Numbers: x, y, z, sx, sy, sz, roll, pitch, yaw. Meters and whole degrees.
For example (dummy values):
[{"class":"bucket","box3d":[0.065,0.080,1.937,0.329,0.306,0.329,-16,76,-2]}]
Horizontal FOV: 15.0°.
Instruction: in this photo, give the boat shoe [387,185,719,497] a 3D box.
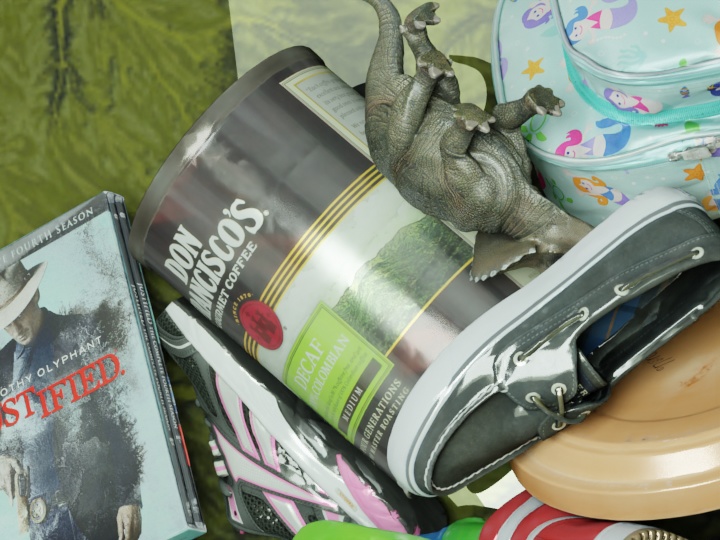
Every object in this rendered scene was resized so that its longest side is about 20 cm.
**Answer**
[{"class":"boat shoe","box3d":[0.097,0.041,1.310,0.200,0.069,0.057,-43,45,1]}]

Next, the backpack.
[{"class":"backpack","box3d":[0.165,-0.113,1.385,0.199,0.151,0.178,-19,52,19]}]

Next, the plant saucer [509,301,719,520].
[{"class":"plant saucer","box3d":[0.166,0.056,1.359,0.200,0.200,0.032,-13,114,14]}]

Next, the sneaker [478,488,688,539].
[{"class":"sneaker","box3d":[0.139,0.162,1.380,0.112,0.200,0.071,12,76,41]}]

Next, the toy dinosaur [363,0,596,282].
[{"class":"toy dinosaur","box3d":[0.038,-0.063,1.339,0.200,0.077,0.102,39,133,21]}]

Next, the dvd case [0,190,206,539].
[{"class":"dvd case","box3d":[-0.166,0.076,1.490,0.146,0.022,0.201,-27,65,27]}]

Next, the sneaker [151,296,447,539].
[{"class":"sneaker","box3d":[-0.053,0.099,1.474,0.200,0.080,0.086,48,109,18]}]

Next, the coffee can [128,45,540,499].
[{"class":"coffee can","box3d":[0.000,0.000,1.427,0.200,0.146,0.146,40,97,13]}]

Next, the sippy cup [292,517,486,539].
[{"class":"sippy cup","box3d":[0.003,0.196,1.397,0.130,0.140,0.178,0,106,13]}]
